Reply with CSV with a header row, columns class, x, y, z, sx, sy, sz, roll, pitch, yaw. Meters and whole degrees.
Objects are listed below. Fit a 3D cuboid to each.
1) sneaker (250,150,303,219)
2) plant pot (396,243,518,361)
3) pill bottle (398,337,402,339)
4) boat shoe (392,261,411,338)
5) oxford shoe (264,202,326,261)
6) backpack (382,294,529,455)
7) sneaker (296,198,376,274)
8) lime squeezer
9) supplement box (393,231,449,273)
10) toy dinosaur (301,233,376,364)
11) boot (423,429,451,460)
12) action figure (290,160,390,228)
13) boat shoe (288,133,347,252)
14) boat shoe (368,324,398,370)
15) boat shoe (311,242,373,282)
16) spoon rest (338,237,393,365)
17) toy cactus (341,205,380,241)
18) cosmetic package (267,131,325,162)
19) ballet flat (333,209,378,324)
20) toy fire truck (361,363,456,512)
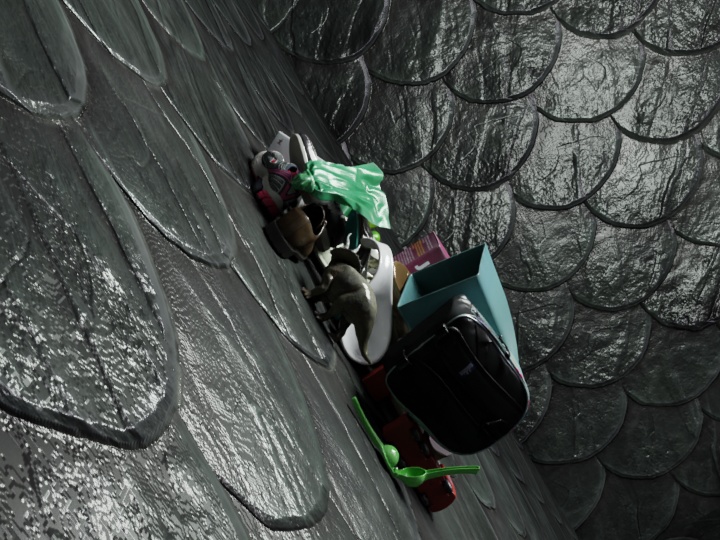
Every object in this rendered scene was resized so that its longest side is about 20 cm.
class,x,y,z,sx,sy,sz,roll,pitch,yaw
sneaker,-0.127,-0.147,1.619,0.081,0.074,0.201,55,7,-26
plant pot,0.169,0.094,1.583,0.203,0.139,0.142,64,20,-14
pill bottle,0.112,0.194,1.754,0.112,0.110,0.200,62,8,27
boat shoe,0.061,0.059,1.676,0.201,0.063,0.072,67,25,-49
oxford shoe,-0.084,-0.063,1.543,0.073,0.084,0.200,56,6,-2
backpack,0.144,0.157,1.456,0.201,0.177,0.151,48,12,-10
sneaker,-0.028,-0.066,1.776,0.199,0.077,0.080,37,-24,-23
lime squeezer,0.059,0.250,1.352,0.198,0.071,0.038,30,26,-1
supplement box,0.094,0.043,1.891,0.132,0.198,0.103,55,7,-16
toy dinosaur,-0.021,0.040,1.485,0.202,0.101,0.077,62,8,29
boot,0.139,0.226,1.650,0.073,0.076,0.202,31,54,-6
action figure,-0.035,-0.128,1.565,0.198,0.054,0.120,10,56,-50
boat shoe,-0.067,-0.134,1.666,0.074,0.059,0.204,11,-61,68
boat shoe,0.021,0.107,1.650,0.063,0.073,0.201,56,-2,-40
boat shoe,-0.027,0.010,1.752,0.201,0.072,0.060,46,-34,-17
spoon rest,0.015,0.045,1.555,0.098,0.060,0.204,19,70,-33
toy cactus,-0.033,-0.074,1.868,0.163,0.101,0.205,6,86,-42
cosmetic package,-0.104,-0.181,1.818,0.101,0.075,0.200,34,4,11
ballet flat,0.000,0.000,1.631,0.067,0.068,0.204,16,70,-21
toy fire truck,0.073,0.249,1.500,0.202,0.048,0.141,58,7,-11
